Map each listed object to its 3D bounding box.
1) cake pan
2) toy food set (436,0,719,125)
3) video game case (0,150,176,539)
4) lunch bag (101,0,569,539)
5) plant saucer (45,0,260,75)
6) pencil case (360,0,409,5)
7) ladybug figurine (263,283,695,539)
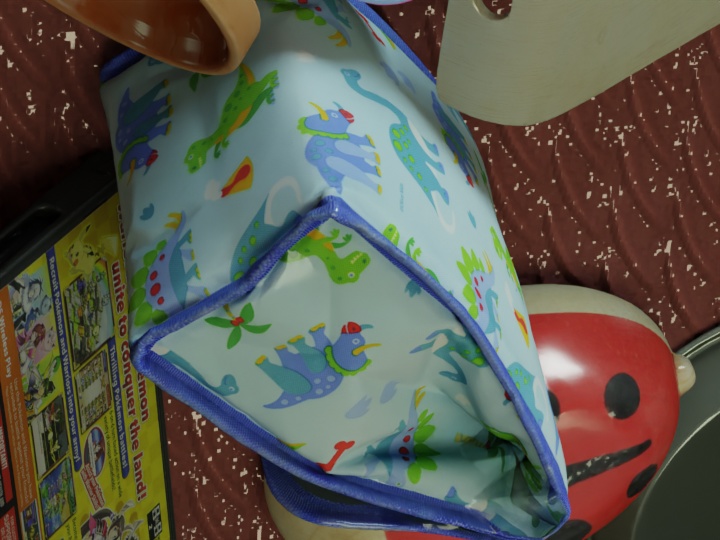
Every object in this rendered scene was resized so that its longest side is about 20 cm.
[{"bbox_3d":[0.201,0.109,1.306,0.199,0.037,0.201,-10,123,-15],"label":"cake pan"},{"bbox_3d":[0.110,-0.154,1.045,0.200,0.060,0.144,-31,146,-35],"label":"toy food set"},{"bbox_3d":[-0.138,0.081,1.098,0.181,0.025,0.201,-44,141,-46],"label":"video game case"},{"bbox_3d":[0.000,0.000,1.069,0.127,0.171,0.200,-36,130,23],"label":"lunch bag"},{"bbox_3d":[-0.117,-0.138,0.941,0.200,0.200,0.032,40,78,-34],"label":"plant saucer"},{"bbox_3d":[0.010,-0.188,0.951,0.088,0.089,0.201,-5,134,-18],"label":"pencil case"},{"bbox_3d":[0.057,0.080,1.206,0.199,0.072,0.136,-22,120,-4],"label":"ladybug figurine"}]
